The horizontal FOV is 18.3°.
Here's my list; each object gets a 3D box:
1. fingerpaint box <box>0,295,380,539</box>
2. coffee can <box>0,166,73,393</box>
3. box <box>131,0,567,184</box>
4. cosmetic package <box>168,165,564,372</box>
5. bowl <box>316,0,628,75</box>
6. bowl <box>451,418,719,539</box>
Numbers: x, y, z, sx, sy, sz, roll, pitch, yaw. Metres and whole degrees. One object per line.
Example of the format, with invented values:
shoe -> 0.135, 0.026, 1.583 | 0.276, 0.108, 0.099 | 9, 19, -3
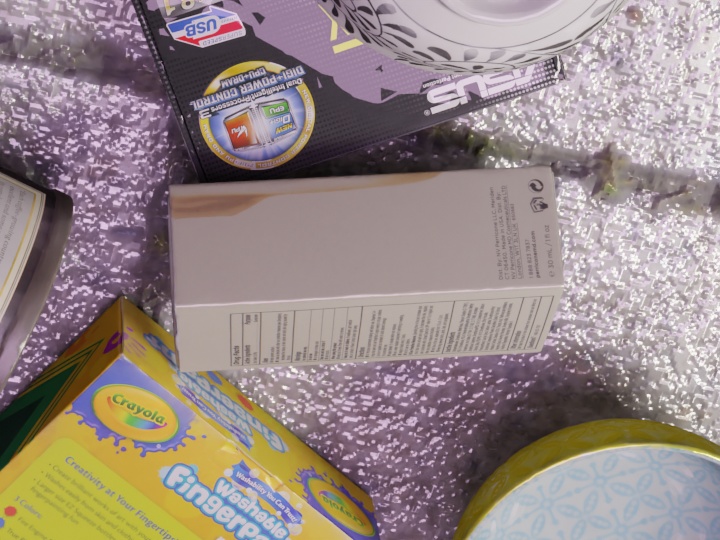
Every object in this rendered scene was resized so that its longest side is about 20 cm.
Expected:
fingerpaint box -> -0.116, 0.141, 1.246 | 0.200, 0.073, 0.167 | 40, 106, -22
coffee can -> -0.265, -0.015, 1.117 | 0.200, 0.146, 0.146 | 27, 110, -17
box -> -0.012, -0.143, 1.140 | 0.200, 0.044, 0.160 | -17, 115, 2
cosmetic package -> 0.000, 0.000, 1.169 | 0.200, 0.071, 0.105 | -2, 158, -6
bowl -> 0.064, -0.171, 1.060 | 0.200, 0.094, 0.201 | -3, 116, -6
bowl -> 0.139, 0.158, 1.262 | 0.200, 0.108, 0.200 | -2, 115, -5
